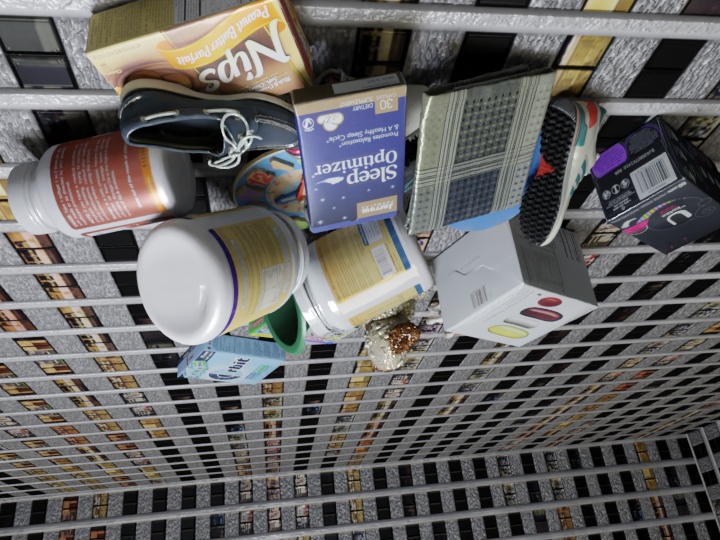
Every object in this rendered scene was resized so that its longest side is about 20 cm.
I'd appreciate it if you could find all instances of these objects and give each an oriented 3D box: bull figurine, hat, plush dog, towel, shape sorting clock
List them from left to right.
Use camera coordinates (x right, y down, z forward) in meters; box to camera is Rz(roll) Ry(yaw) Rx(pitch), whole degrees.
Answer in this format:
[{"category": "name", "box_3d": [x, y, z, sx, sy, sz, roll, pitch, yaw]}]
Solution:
[{"category": "shape sorting clock", "box_3d": [-0.082, -0.111, 0.838, 0.193, 0.040, 0.202, -6, 152, -3]}, {"category": "hat", "box_3d": [-0.077, 0.039, 1.060, 0.172, 0.171, 0.198, -16, -159, -31]}, {"category": "plush dog", "box_3d": [0.047, 0.096, 1.102, 0.155, 0.177, 0.201, 0, 152, -13]}, {"category": "bull figurine", "box_3d": [0.206, 0.086, 1.241, 0.118, 0.067, 0.200, -15, 149, 23]}, {"category": "towel", "box_3d": [0.142, -0.148, 0.733, 0.188, 0.035, 0.204, -16, 136, -21]}]

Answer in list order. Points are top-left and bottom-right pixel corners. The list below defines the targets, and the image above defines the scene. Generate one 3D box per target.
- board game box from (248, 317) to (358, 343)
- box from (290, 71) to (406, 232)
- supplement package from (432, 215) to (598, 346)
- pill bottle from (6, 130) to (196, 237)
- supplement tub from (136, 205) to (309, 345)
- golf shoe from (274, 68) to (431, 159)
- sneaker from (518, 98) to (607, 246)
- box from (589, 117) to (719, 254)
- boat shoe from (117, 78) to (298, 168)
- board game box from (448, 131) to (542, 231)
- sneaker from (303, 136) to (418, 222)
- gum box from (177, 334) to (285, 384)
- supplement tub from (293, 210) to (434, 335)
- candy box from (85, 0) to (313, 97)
[{"category": "board game box", "box_3d": [-0.118, 0.114, 1.231, 0.195, 0.030, 0.134, 9, 155, -29]}, {"category": "box", "box_3d": [-0.008, -0.117, 0.672, 0.117, 0.033, 0.203, -12, 140, -8]}, {"category": "supplement package", "box_3d": [0.267, 0.020, 1.045, 0.196, 0.151, 0.191, 13, 146, -32]}, {"category": "pill bottle", "box_3d": [-0.309, -0.104, 0.716, 0.194, 0.115, 0.113, -10, 152, 5]}, {"category": "supplement tub", "box_3d": [-0.167, -0.003, 0.762, 0.143, 0.149, 0.199, -25, 179, 30]}, {"category": "golf shoe", "box_3d": [-0.005, -0.186, 0.685, 0.194, 0.079, 0.089, -12, 143, 5]}, {"category": "sneaker", "box_3d": [0.280, -0.127, 0.799, 0.091, 0.070, 0.205, -10, 122, -27]}, {"category": "box", "box_3d": [0.450, -0.117, 0.884, 0.196, 0.109, 0.121, 15, 145, -37]}, {"category": "boat shoe", "box_3d": [-0.146, -0.147, 0.616, 0.195, 0.063, 0.075, 5, 149, -31]}, {"category": "board game box", "box_3d": [0.171, -0.148, 0.809, 0.155, 0.039, 0.202, -26, 132, -1]}, {"category": "sneaker", "box_3d": [0.018, -0.109, 0.788, 0.196, 0.077, 0.080, -28, 153, 2]}, {"category": "gum box", "box_3d": [-0.294, 0.205, 1.355, 0.196, 0.046, 0.169, 14, 145, -33]}, {"category": "supplement tub", "box_3d": [0.000, 0.000, 0.909, 0.196, 0.147, 0.145, -26, 150, 6]}, {"category": "candy box", "box_3d": [-0.156, -0.221, 0.600, 0.194, 0.057, 0.116, -13, 154, 9]}]
